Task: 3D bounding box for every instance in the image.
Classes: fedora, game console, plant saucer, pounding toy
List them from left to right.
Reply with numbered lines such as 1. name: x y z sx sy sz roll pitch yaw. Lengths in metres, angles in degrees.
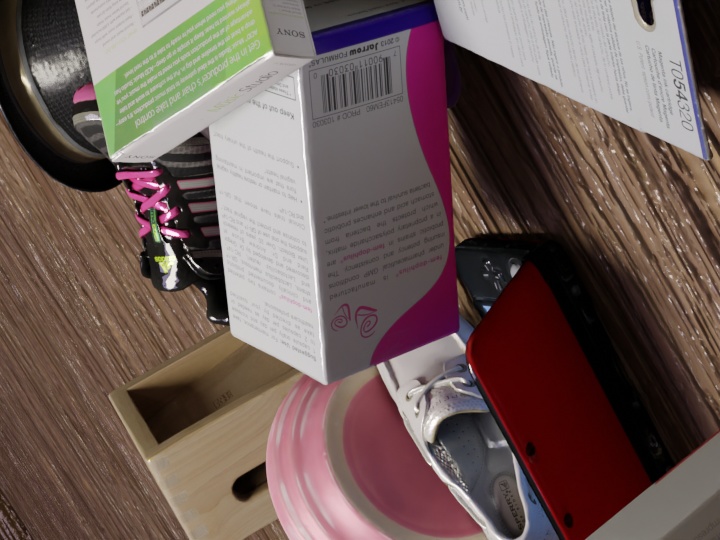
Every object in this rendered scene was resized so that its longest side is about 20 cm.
1. fedora: -0.184 -0.155 1.455 0.092 0.201 0.201 -6 122 29
2. pounding toy: -0.067 0.135 1.590 0.142 0.200 0.184 64 171 -23
3. plant saucer: 0.040 0.129 1.309 0.201 0.200 0.051 49 143 14
4. game console: 0.106 0.093 1.216 0.172 0.119 0.200 5 126 63

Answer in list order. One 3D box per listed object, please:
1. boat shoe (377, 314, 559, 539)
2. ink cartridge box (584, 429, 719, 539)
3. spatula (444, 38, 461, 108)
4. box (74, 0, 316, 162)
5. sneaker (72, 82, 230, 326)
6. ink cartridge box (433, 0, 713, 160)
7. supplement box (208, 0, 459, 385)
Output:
1. boat shoe: 0.063 0.089 1.255 0.200 0.071 0.069 57 -172 19
2. ink cartridge box: 0.231 0.193 1.067 0.200 0.145 0.083 57 157 -6
3. spatula: 0.011 -0.184 1.140 0.200 0.021 0.057 62 159 -16
4. box: -0.102 -0.176 1.070 0.144 0.036 0.200 -26 70 42
5. sneaker: -0.111 -0.035 1.225 0.074 0.088 0.200 1 145 42
6. ink cartridge box: 0.094 -0.169 0.960 0.200 0.043 0.197 31 150 42
7. supplement box: -0.016 -0.053 1.122 0.103 0.101 0.200 22 124 49
